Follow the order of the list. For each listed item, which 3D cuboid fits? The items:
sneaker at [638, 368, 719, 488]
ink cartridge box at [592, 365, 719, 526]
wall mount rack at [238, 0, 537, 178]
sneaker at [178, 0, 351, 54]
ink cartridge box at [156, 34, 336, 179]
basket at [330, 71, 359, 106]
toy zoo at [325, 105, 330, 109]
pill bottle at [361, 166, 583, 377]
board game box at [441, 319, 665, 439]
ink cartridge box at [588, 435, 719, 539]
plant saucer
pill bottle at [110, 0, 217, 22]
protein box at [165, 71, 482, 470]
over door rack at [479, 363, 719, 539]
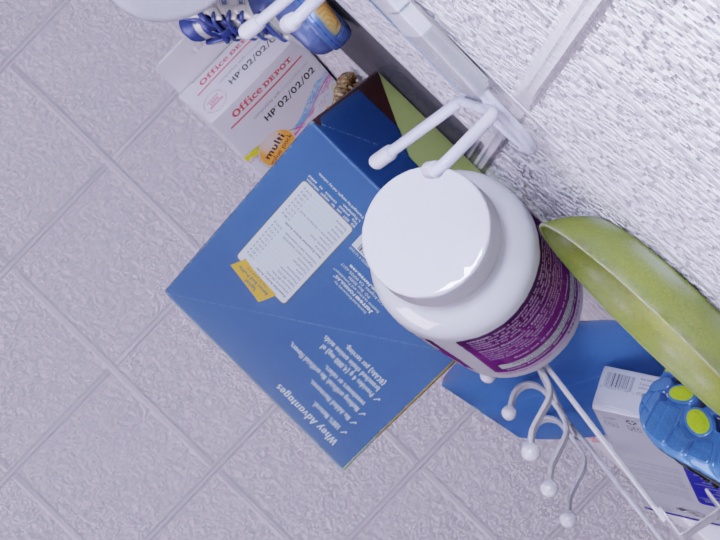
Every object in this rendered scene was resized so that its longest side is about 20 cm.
[{"bbox_3d":[0.256,0.127,1.262,0.200,0.071,0.083,39,169,46],"label":"sneaker"},{"bbox_3d":[0.243,0.137,1.440,0.099,0.039,0.200,10,155,24],"label":"ink cartridge box"},{"bbox_3d":[0.005,-0.119,1.110,0.200,0.075,0.174,45,179,-12],"label":"wall mount rack"},{"bbox_3d":[-0.082,-0.188,1.392,0.075,0.088,0.200,47,176,-41],"label":"sneaker"},{"bbox_3d":[-0.086,-0.160,1.804,0.068,0.115,0.200,42,178,45],"label":"ink cartridge box"},{"bbox_3d":[0.002,-0.058,1.687,0.149,0.143,0.200,43,178,10],"label":"basket"},{"bbox_3d":[-0.029,-0.064,1.760,0.020,0.201,0.131,9,166,7],"label":"toy zoo"},{"bbox_3d":[0.071,-0.001,1.248,0.112,0.112,0.200,44,-177,23],"label":"pill bottle"},{"bbox_3d":[0.156,0.068,1.428,0.200,0.158,0.039,35,-136,-47],"label":"board game box"},{"bbox_3d":[0.269,0.159,1.597,0.200,0.085,0.146,42,179,6],"label":"ink cartridge box"},{"bbox_3d":[0.190,0.032,1.168,0.200,0.031,0.200,44,179,1],"label":"plant saucer"},{"bbox_3d":[-0.164,-0.253,1.271,0.200,0.114,0.114,43,179,44],"label":"pill bottle"},{"bbox_3d":[0.000,0.000,1.467,0.199,0.200,0.135,44,-148,1],"label":"protein box"},{"bbox_3d":[0.170,0.151,1.352,0.200,0.067,0.148,40,171,30],"label":"over door rack"}]
